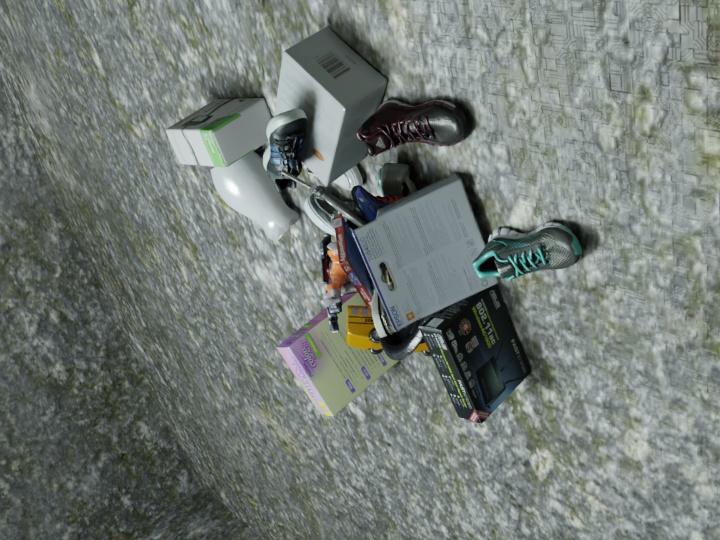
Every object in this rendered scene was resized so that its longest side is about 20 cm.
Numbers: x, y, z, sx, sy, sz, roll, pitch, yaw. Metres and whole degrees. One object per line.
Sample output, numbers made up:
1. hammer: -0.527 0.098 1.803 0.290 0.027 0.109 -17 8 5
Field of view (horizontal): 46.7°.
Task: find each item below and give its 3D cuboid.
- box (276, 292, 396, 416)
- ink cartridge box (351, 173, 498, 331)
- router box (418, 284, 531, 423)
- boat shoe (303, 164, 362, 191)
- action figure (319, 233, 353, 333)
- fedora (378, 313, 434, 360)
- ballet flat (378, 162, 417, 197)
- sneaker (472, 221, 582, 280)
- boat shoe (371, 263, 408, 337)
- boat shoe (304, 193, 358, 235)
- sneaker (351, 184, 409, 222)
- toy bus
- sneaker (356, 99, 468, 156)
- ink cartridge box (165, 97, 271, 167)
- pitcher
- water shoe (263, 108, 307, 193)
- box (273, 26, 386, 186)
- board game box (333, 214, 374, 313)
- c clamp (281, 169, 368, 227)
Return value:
1. box: -0.048 0.179 1.800 0.178 0.199 0.096 56 158 -9
2. ink cartridge box: 0.106 -0.028 1.375 0.041 0.197 0.203 -116 2 -68
3. router box: 0.202 0.139 1.449 0.062 0.149 0.203 4 126 53
4. boat shoe: -0.081 -0.211 1.572 0.200 0.068 0.072 45 150 15
5. action figure: -0.032 0.026 1.671 0.193 0.102 0.205 -33 -63 -79
6. fedora: 0.113 0.074 1.528 0.200 0.090 0.205 -37 46 52
7. ballet flat: 0.078 -0.099 1.470 0.062 0.068 0.203 0 131 18
8. sneaker: 0.250 -0.017 1.272 0.199 0.091 0.079 -7 117 58
9. boat shoe: 0.054 0.030 1.492 0.059 0.204 0.073 -15 135 14
10. boat shoe: -0.021 -0.099 1.619 0.198 0.072 0.072 35 139 11
11. sneaker: 0.071 -0.100 1.403 0.197 0.079 0.076 24 -164 -23
12. toy bus: 0.069 0.117 1.625 0.195 0.080 0.065 2 152 -1
13. sneaker: 0.070 -0.209 1.303 0.198 0.115 0.077 14 134 49
14. ink cartridge box: -0.288 -0.285 1.716 0.198 0.145 0.085 12 132 49
15. pitcher: -0.235 -0.168 1.814 0.201 0.121 0.171 49 168 -16
16. water shoe: -0.117 -0.199 1.406 0.080 0.070 0.200 65 163 12
17. box: -0.058 -0.278 1.426 0.152 0.106 0.201 44 149 15
18. board game box: 0.000 0.000 1.497 0.201 0.019 0.105 57 -160 -50
19. c clamp: -0.026 -0.108 1.425 0.170 0.027 0.199 35 -176 27
